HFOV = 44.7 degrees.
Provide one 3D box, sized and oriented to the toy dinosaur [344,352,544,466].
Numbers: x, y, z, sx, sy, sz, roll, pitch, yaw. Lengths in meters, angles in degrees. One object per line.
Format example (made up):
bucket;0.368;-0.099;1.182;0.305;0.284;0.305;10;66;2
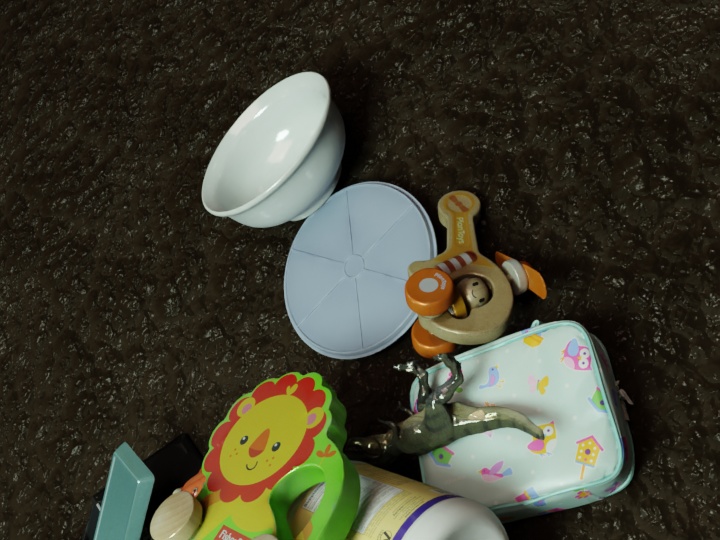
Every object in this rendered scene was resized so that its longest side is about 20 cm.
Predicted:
toy dinosaur;0.068;0.121;0.782;0.198;0.047;0.090;-19;80;35

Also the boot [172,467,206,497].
boot;-0.131;0.222;0.874;0.107;0.200;0.076;-35;92;-23

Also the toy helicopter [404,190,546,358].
toy helicopter;0.111;-0.010;0.866;0.130;0.080;0.202;-5;45;8

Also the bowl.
bowl;-0.085;-0.122;1.014;0.199;0.090;0.203;-30;38;27

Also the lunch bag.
lunch bag;0.147;0.138;0.801;0.197;0.077;0.163;-22;61;24

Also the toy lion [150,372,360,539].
toy lion;-0.072;0.173;0.734;0.198;0.069;0.193;6;53;49

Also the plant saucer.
plant saucer;-0.267;0.292;0.952;0.070;0.019;0.203;32;112;40

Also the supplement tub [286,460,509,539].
supplement tub;0.014;0.246;0.743;0.198;0.144;0.148;5;74;48

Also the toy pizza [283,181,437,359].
toy pizza;0.000;0.000;0.970;0.197;0.032;0.204;-12;68;29

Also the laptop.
laptop;-0.227;0.334;1.004;0.199;0.117;0.187;-34;54;-17
